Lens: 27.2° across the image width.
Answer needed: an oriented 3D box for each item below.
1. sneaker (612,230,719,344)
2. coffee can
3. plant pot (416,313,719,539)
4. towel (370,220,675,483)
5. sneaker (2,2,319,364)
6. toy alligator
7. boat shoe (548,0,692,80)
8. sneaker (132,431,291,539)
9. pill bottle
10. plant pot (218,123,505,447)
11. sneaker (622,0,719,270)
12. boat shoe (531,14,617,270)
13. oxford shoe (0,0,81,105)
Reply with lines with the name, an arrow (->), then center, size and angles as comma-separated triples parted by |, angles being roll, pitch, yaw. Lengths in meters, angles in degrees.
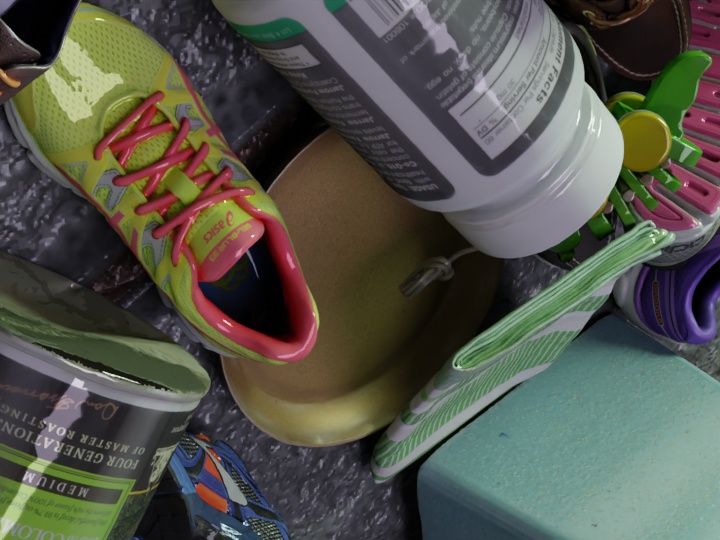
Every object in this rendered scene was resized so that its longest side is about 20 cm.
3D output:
sneaker -> 0.241, -0.044, 0.955 | 0.080, 0.083, 0.201 | 11, 104, -46
coffee can -> -0.170, 0.103, 0.616 | 0.146, 0.146, 0.201 | 21, 98, -47
plant pot -> 0.178, 0.185, 0.929 | 0.196, 0.200, 0.197 | -33, 133, -31
towel -> 0.081, 0.050, 0.825 | 0.152, 0.023, 0.200 | -32, 169, -24
sneaker -> -0.077, -0.035, 0.649 | 0.078, 0.090, 0.200 | -44, 120, -11
toy alligator -> 0.112, -0.033, 0.775 | 0.200, 0.059, 0.054 | -40, 102, 11
boat shoe -> 0.123, -0.163, 0.777 | 0.070, 0.071, 0.200 | -22, 135, 21
sneaker -> -0.098, 0.110, 0.748 | 0.075, 0.079, 0.200 | -23, 123, 17
pill bottle -> 0.032, -0.099, 0.685 | 0.113, 0.113, 0.200 | -51, 126, -7
plant pot -> 0.000, 0.000, 0.800 | 0.199, 0.027, 0.201 | -21, 125, -33
sneaker -> 0.198, -0.081, 0.886 | 0.088, 0.073, 0.201 | 94, 17, -58
boat shoe -> 0.113, -0.065, 0.841 | 0.072, 0.060, 0.202 | -43, 135, -16
oxford shoe -> -0.164, -0.083, 0.567 | 0.200, 0.073, 0.071 | -55, 138, -3
